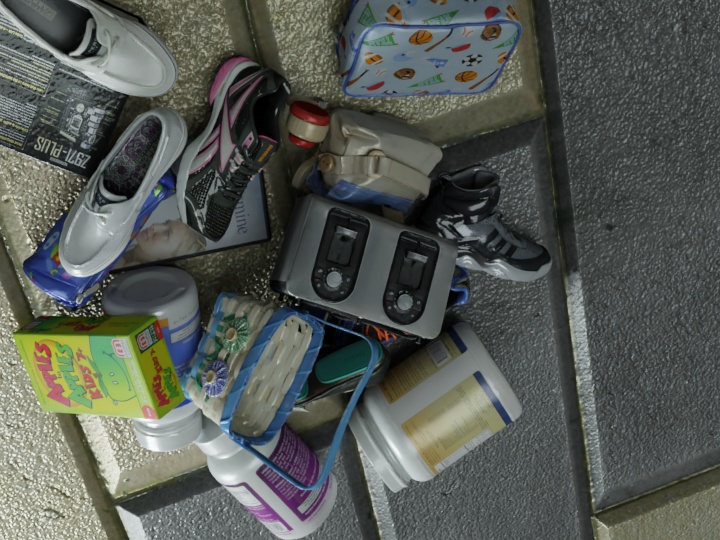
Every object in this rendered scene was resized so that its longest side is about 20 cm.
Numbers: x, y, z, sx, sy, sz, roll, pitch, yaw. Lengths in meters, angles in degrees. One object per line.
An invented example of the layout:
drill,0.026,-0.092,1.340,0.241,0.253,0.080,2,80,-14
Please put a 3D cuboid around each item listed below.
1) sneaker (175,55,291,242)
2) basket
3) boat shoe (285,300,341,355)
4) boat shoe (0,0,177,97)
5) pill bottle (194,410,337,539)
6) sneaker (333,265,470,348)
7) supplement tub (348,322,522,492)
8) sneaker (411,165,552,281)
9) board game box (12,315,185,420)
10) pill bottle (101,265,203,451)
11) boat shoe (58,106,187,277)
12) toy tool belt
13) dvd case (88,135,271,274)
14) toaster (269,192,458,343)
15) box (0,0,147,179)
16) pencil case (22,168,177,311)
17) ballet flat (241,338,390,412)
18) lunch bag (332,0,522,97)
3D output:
sneaker,-0.132,-0.128,1.201,0.080,0.085,0.204,10,96,-54
basket,-0.093,0.126,1.248,0.179,0.197,0.139,-66,159,-3
boat shoe,-0.067,0.085,1.391,0.073,0.062,0.203,11,114,-25
boat shoe,-0.259,-0.223,1.064,0.199,0.066,0.072,34,101,-29
pill bottle,-0.124,0.243,1.424,0.112,0.113,0.201,-37,122,3
sneaker,0.052,0.050,1.401,0.198,0.079,0.076,-35,121,1
supplement tub,0.092,0.178,1.442,0.198,0.145,0.145,-34,122,2
sneaker,0.165,-0.060,1.383,0.197,0.076,0.115,13,115,-21
board game box,-0.294,0.106,1.249,0.048,0.197,0.103,-38,119,-47
pill bottle,-0.237,0.107,1.316,0.110,0.112,0.203,-10,118,-13
boat shoe,-0.247,-0.078,1.134,0.072,0.068,0.200,43,99,5
toy tool belt,-0.011,-0.112,1.268,0.197,0.125,0.125,7,115,-35
dvd case,-0.205,-0.080,1.284,0.196,0.018,0.145,-12,119,-12
toaster,0.000,0.000,1.255,0.178,0.200,0.121,18,87,-10
box,-0.334,-0.211,1.134,0.197,0.086,0.166,20,108,-26
pencil case,-0.279,-0.047,1.215,0.200,0.087,0.078,-48,154,8
ballet flat,-0.058,0.137,1.358,0.196,0.069,0.069,-11,146,1
lunch bag,0.068,-0.250,1.226,0.196,0.077,0.161,-2,157,-15
